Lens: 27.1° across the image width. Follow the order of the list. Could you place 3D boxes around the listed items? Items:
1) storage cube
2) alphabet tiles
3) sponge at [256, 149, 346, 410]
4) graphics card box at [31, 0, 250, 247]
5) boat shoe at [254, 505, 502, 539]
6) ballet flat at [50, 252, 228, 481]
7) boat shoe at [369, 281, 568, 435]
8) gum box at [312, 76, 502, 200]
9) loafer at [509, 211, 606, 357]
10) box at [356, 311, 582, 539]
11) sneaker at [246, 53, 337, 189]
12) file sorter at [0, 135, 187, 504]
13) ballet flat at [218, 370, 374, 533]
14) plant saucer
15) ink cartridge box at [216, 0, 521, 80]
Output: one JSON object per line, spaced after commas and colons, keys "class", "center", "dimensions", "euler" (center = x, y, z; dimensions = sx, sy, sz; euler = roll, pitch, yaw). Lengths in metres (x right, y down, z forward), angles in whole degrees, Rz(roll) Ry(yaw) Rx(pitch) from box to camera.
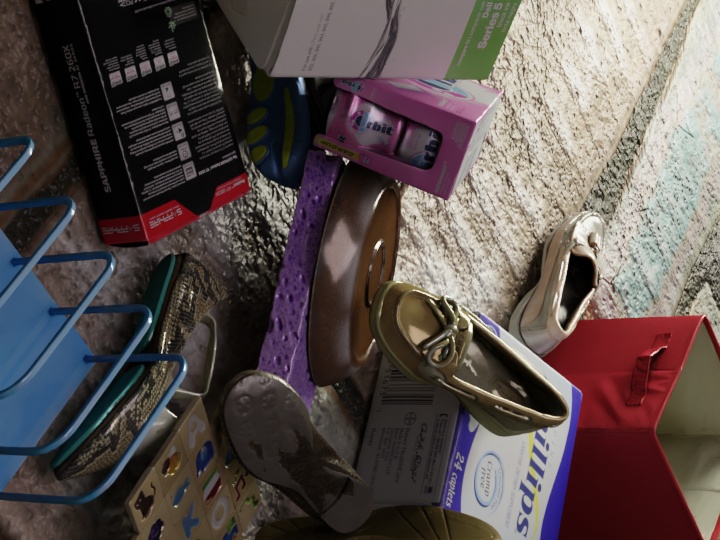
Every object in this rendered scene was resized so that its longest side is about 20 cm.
{"class": "storage cube", "center": [0.274, 0.164, 1.528], "dimensions": [0.171, 0.179, 0.201], "euler": [-56, 128, -39]}
{"class": "alphabet tiles", "center": [-0.123, 0.191, 1.087], "dimensions": [0.167, 0.006, 0.201], "euler": [-58, 152, -37]}
{"class": "sponge", "center": [-0.041, 0.016, 1.195], "dimensions": [0.112, 0.030, 0.201], "euler": [57, 45, -73]}
{"class": "graphics card box", "center": [-0.158, -0.131, 1.090], "dimensions": [0.125, 0.051, 0.201], "euler": [-32, 114, -49]}
{"class": "boat shoe", "center": [0.014, 0.234, 1.201], "dimensions": [0.199, 0.073, 0.064], "euler": [-3, 107, -13]}
{"class": "ballet flat", "center": [-0.145, 0.078, 1.069], "dimensions": [0.075, 0.068, 0.201], "euler": [36, 54, -17]}
{"class": "boat shoe", "center": [0.090, 0.072, 1.221], "dimensions": [0.201, 0.063, 0.073], "euler": [42, 57, -30]}
{"class": "gum box", "center": [0.041, -0.121, 1.201], "dimensions": [0.200, 0.113, 0.066], "euler": [-51, 161, -73]}
{"class": "loafer", "center": [0.220, 0.011, 1.545], "dimensions": [0.072, 0.063, 0.200], "euler": [46, 51, -17]}
{"class": "box", "center": [0.102, 0.158, 1.364], "dimensions": [0.200, 0.104, 0.185], "euler": [36, 60, -46]}
{"class": "sneaker", "center": [-0.052, -0.163, 1.230], "dimensions": [0.083, 0.070, 0.201], "euler": [37, 55, -67]}
{"class": "file sorter", "center": [-0.221, 0.035, 0.934], "dimensions": [0.200, 0.122, 0.139], "euler": [59, 45, -31]}
{"class": "ballet flat", "center": [-0.053, 0.136, 1.133], "dimensions": [0.067, 0.046, 0.200], "euler": [-47, 134, -6]}
{"class": "plant saucer", "center": [0.000, 0.000, 1.229], "dimensions": [0.200, 0.032, 0.201], "euler": [12, 90, -78]}
{"class": "ink cartridge box", "center": [-0.001, -0.219, 1.136], "dimensions": [0.199, 0.146, 0.084], "euler": [-3, 135, -32]}
